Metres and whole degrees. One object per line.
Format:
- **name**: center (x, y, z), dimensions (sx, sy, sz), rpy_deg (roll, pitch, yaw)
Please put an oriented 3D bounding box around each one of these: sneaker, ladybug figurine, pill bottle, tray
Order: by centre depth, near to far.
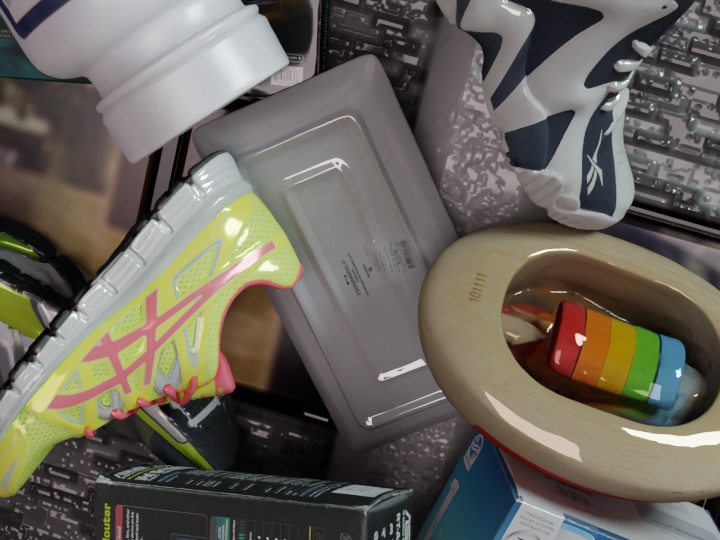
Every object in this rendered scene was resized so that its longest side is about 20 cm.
- **sneaker**: center (0.120, -0.107, 0.701), dimensions (0.128, 0.080, 0.200), rpy_deg (-14, 123, 25)
- **pill bottle**: center (-0.121, -0.158, 0.710), dimensions (0.119, 0.120, 0.201), rpy_deg (-30, 98, 15)
- **sneaker**: center (-0.106, 0.042, 0.749), dimensions (0.090, 0.078, 0.200), rpy_deg (43, 89, -9)
- **ladybug figurine**: center (0.118, 0.052, 0.760), dimensions (0.198, 0.137, 0.072), rpy_deg (23, 145, -1)
- **tray**: center (0.000, 0.000, 0.796), dimensions (0.106, 0.022, 0.202), rpy_deg (-21, 109, 13)
- **sneaker**: center (-0.152, 0.053, 0.832), dimensions (0.199, 0.074, 0.081), rpy_deg (37, 117, 4)

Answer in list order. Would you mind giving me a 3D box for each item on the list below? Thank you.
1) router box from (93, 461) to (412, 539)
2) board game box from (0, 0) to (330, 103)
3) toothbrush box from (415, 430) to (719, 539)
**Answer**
- **router box**: center (-0.053, 0.200, 0.748), dimensions (0.148, 0.062, 0.203), rpy_deg (2, 93, 24)
- **board game box**: center (-0.112, -0.161, 0.785), dimensions (0.197, 0.028, 0.137), rpy_deg (6, 105, 8)
- **toothbrush box**: center (0.086, 0.201, 0.798), dimensions (0.145, 0.085, 0.202), rpy_deg (24, 108, -16)
